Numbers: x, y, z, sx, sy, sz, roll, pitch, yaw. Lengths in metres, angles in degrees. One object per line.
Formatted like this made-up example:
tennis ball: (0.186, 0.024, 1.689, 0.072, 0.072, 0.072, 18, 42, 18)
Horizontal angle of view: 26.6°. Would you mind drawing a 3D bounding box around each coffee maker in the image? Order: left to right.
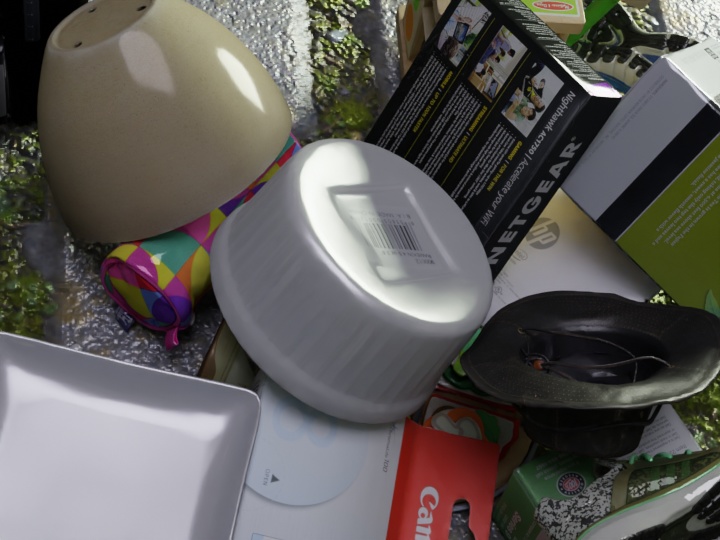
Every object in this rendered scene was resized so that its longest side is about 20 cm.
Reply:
coffee maker: (-0.261, -0.232, 1.223, 0.191, 0.200, 0.135, -31, 69, -27)

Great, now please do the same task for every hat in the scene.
hat: (0.168, 0.085, 1.081, 0.199, 0.082, 0.201, -4, 21, 2)

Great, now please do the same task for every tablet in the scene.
tablet: (0.131, -0.013, 1.218, 0.130, 0.014, 0.200, -41, 63, -5)

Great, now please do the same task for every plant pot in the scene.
plant pot: (-0.168, -0.137, 1.166, 0.199, 0.135, 0.201, -17, 33, 11)

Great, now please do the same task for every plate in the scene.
plate: (-0.179, 0.152, 1.012, 0.198, 0.032, 0.201, 13, 58, -4)

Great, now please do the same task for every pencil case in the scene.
pencil case: (-0.121, -0.035, 1.197, 0.088, 0.089, 0.200, 32, 58, 9)

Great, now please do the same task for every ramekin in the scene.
ramekin: (0.000, 0.000, 1.095, 0.199, 0.098, 0.201, 26, 38, -22)

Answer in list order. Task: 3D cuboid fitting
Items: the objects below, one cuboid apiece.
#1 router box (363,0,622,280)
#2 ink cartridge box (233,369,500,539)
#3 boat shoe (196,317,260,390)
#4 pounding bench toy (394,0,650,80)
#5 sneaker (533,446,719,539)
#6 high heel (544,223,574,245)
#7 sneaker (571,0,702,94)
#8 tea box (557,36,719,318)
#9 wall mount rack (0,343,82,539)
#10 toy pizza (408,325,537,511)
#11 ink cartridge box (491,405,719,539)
router box: (0.088, -0.101, 1.177, 0.051, 0.201, 0.149, -3, 44, -49)
ink cartridge box: (0.005, 0.171, 1.084, 0.198, 0.047, 0.161, 15, 67, -11)
boat shoe: (-0.063, 0.020, 1.186, 0.062, 0.073, 0.201, 27, 62, -2)
pounding bench toy: (0.142, -0.212, 1.322, 0.198, 0.156, 0.125, 1, 58, -10)
sneaker: (0.204, 0.149, 1.061, 0.199, 0.077, 0.089, -22, 46, -28)
high heel: (0.168, -0.061, 1.280, 0.198, 0.072, 0.144, 5, 63, 1)
sneaker: (0.241, -0.187, 1.385, 0.200, 0.089, 0.079, 36, 82, 31)
tea box: (0.286, -0.066, 1.207, 0.197, 0.134, 0.200, 46, 26, 7)
wall mount rack: (-0.174, 0.157, 1.068, 0.198, 0.075, 0.175, 18, 55, -2)
toy pizza: (0.049, 0.092, 1.183, 0.198, 0.032, 0.202, 6, 57, -9)
ink cartridge box: (0.211, 0.216, 1.106, 0.144, 0.088, 0.201, -22, 62, -23)
